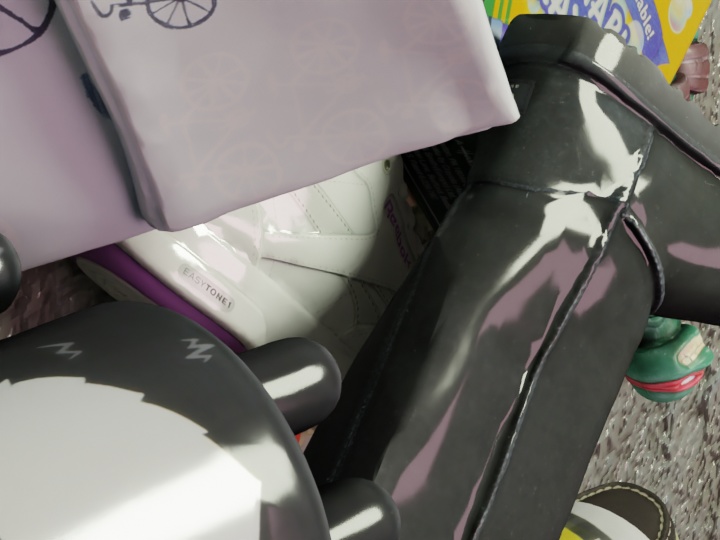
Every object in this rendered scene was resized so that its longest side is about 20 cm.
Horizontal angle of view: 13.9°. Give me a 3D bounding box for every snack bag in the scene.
[{"bbox_3d":[-0.074,-0.070,0.730,0.189,0.200,0.021,70,4,-47],"label":"snack bag"}]

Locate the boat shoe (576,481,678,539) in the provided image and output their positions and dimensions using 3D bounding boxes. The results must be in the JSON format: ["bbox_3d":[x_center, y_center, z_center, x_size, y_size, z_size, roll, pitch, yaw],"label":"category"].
[{"bbox_3d":[0.066,0.135,1.163,0.200,0.073,0.065,-39,142,-43],"label":"boat shoe"}]

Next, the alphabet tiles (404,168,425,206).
[{"bbox_3d":[0.043,-0.136,1.001,0.167,0.008,0.200,-27,116,-50],"label":"alphabet tiles"}]

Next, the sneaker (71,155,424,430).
[{"bbox_3d":[0.000,0.000,0.928,0.200,0.075,0.100,37,77,-40],"label":"sneaker"}]

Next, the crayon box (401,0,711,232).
[{"bbox_3d":[0.067,-0.114,0.988,0.200,0.051,0.126,-62,140,-29],"label":"crayon box"}]

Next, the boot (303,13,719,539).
[{"bbox_3d":[0.067,0.048,0.904,0.165,0.066,0.200,34,66,-27],"label":"boot"}]

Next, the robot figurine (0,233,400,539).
[{"bbox_3d":[-0.086,0.080,0.752,0.200,0.150,0.125,-21,140,-37],"label":"robot figurine"}]

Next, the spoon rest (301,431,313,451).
[{"bbox_3d":[0.037,-0.005,1.049,0.200,0.061,0.099,-56,144,-24],"label":"spoon rest"}]

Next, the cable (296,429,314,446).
[{"bbox_3d":[-0.072,0.068,0.917,0.200,0.050,0.097,0,104,-61],"label":"cable"}]

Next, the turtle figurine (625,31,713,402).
[{"bbox_3d":[0.129,-0.020,1.153,0.150,0.100,0.200,-91,173,-72],"label":"turtle figurine"}]

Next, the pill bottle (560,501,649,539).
[{"bbox_3d":[0.016,0.161,1.020,0.200,0.112,0.113,-20,124,-33],"label":"pill bottle"}]
